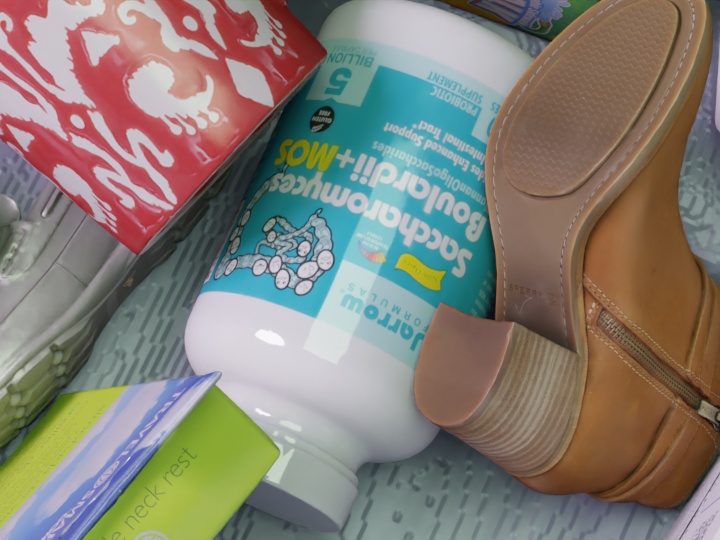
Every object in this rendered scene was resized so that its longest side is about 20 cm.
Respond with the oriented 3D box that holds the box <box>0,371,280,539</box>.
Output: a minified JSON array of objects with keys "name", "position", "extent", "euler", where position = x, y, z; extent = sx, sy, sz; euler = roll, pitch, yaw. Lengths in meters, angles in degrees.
[{"name":"box","position":[-0.106,0.098,0.954],"extent":[0.048,0.200,0.122],"euler":[44,71,-13]}]

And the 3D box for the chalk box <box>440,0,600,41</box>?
[{"name":"chalk box","position":[0.068,-0.180,1.081],"extent":[0.200,0.125,0.124],"euler":[21,75,2]}]

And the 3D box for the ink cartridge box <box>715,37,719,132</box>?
[{"name":"ink cartridge box","position":[0.228,-0.141,1.050],"extent":[0.161,0.200,0.050],"euler":[-13,43,-11]}]

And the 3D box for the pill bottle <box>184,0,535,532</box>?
[{"name":"pill bottle","position":[0.000,0.000,1.039],"extent":[0.111,0.111,0.200],"euler":[23,76,1]}]

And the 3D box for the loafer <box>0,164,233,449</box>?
[{"name":"loafer","position":[-0.131,0.000,1.054],"extent":[0.070,0.070,0.200],"euler":[35,68,9]}]

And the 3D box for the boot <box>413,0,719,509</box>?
[{"name":"boot","position":[0.112,-0.004,1.026],"extent":[0.074,0.155,0.200],"euler":[32,95,45]}]

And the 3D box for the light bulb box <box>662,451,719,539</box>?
[{"name":"light bulb box","position":[0.202,0.092,0.986],"extent":[0.125,0.200,0.198],"euler":[34,77,4]}]

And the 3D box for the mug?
[{"name":"mug","position":[-0.107,-0.125,0.977],"extent":[0.200,0.133,0.178],"euler":[44,118,-2]}]
